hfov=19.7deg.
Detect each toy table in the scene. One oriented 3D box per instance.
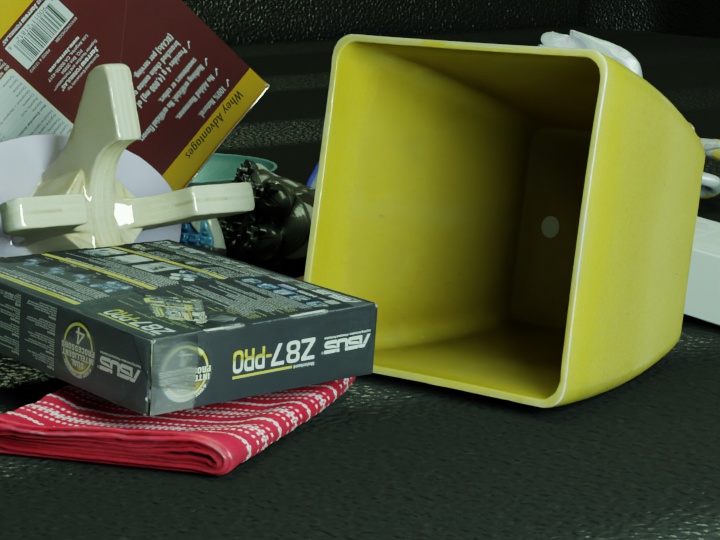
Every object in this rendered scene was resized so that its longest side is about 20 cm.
[{"bbox_3d":[-0.177,-0.032,1.350,0.200,0.184,0.117,-22,6,-40],"label":"toy table"}]

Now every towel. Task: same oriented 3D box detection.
[{"bbox_3d":[-0.100,0.073,1.143,0.144,0.023,0.200,4,12,18],"label":"towel"}]

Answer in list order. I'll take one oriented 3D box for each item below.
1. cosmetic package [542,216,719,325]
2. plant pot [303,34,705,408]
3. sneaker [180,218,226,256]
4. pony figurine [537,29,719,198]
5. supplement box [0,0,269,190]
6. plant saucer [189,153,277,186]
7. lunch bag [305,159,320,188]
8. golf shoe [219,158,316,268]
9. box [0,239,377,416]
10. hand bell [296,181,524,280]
[{"bbox_3d":[0.221,-0.005,1.415,0.200,0.051,0.082,19,23,39],"label":"cosmetic package"},{"bbox_3d":[0.102,-0.029,1.267,0.200,0.200,0.176,9,3,39],"label":"plant pot"},{"bbox_3d":[-0.137,-0.034,1.586,0.087,0.075,0.200,14,9,-32],"label":"sneaker"},{"bbox_3d":[0.243,-0.116,1.862,0.193,0.167,0.200,12,-1,19],"label":"pony figurine"},{"bbox_3d":[-0.217,-0.134,1.503,0.200,0.197,0.133,44,-10,-30],"label":"supplement box"},{"bbox_3d":[-0.176,-0.079,1.899,0.200,0.036,0.200,0,11,0],"label":"plant saucer"},{"bbox_3d":[0.074,-0.086,1.728,0.200,0.124,0.170,-28,26,-33],"label":"lunch bag"},{"bbox_3d":[-0.056,-0.034,1.615,0.094,0.078,0.200,15,9,-16],"label":"golf shoe"},{"bbox_3d":[-0.114,0.027,1.182,0.161,0.049,0.200,-6,16,-43],"label":"box"},{"bbox_3d":[0.000,0.000,1.377,0.200,0.104,0.104,-26,22,-26],"label":"hand bell"}]
